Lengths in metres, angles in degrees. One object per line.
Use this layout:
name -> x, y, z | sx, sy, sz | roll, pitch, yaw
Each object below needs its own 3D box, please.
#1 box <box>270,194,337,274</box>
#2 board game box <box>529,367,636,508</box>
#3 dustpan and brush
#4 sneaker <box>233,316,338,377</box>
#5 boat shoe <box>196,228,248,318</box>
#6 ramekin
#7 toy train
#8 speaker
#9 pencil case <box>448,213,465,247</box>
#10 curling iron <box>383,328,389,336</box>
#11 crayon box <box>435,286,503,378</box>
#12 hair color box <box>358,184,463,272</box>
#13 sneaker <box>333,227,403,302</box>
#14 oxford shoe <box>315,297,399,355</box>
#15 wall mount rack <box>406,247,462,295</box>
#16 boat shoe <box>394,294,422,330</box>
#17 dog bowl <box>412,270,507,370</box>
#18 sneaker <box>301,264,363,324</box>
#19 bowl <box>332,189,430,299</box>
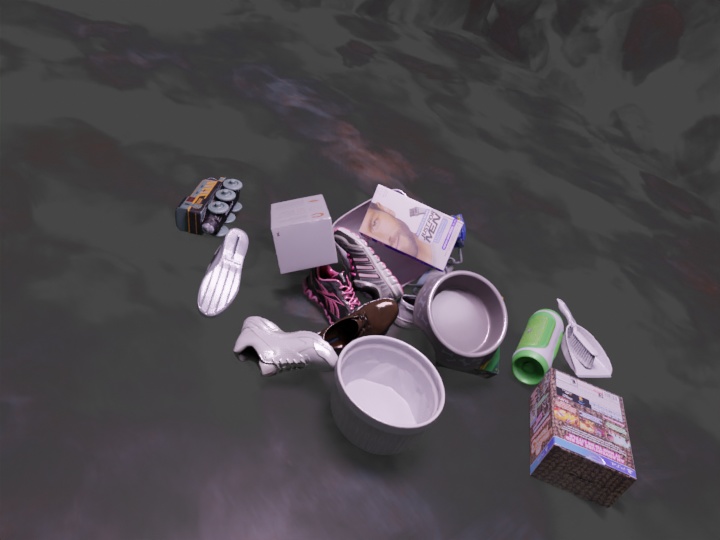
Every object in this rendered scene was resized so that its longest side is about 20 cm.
box -> -0.123, -0.082, 1.270 | 0.121, 0.100, 0.201 | -11, 21, -4
board game box -> 0.413, 0.312, 1.133 | 0.157, 0.098, 0.201 | 22, 36, 1
dustpan and brush -> 0.507, 0.154, 1.401 | 0.137, 0.058, 0.202 | 7, 38, -33
sneaker -> -0.137, 0.158, 1.066 | 0.196, 0.079, 0.100 | 13, 45, 14
boat shoe -> -0.271, 0.013, 1.181 | 0.071, 0.071, 0.203 | 27, 55, -14
ramekin -> 0.038, 0.223, 1.045 | 0.196, 0.106, 0.202 | 15, 36, -11
toy train -> -0.337, -0.149, 1.344 | 0.111, 0.087, 0.202 | 11, 36, 1
speaker -> 0.394, 0.165, 1.319 | 0.087, 0.090, 0.200 | 30, 37, 12
pencil case -> 0.150, -0.078, 1.396 | 0.195, 0.080, 0.087 | -10, 27, 4
curling iron -> 0.055, 0.079, 1.293 | 0.025, 0.050, 0.201 | 20, 31, -3
crayon box -> 0.231, 0.111, 1.256 | 0.124, 0.051, 0.204 | 14, 66, -10
hair color box -> 0.106, -0.088, 1.258 | 0.197, 0.111, 0.065 | 24, 0, 6
sneaker -> 0.000, 0.000, 1.252 | 0.087, 0.074, 0.201 | -41, 90, -7
oxford shoe -> 0.002, 0.109, 1.143 | 0.198, 0.084, 0.074 | -30, 84, -26
wall mount rack -> 0.147, -0.013, 1.435 | 0.170, 0.076, 0.200 | -2, 26, 28
boat shoe -> 0.165, 0.089, 1.309 | 0.196, 0.069, 0.073 | 12, 37, -13
dog bowl -> 0.205, 0.093, 1.195 | 0.195, 0.059, 0.205 | 6, 67, -14
sneaker -> -0.040, 0.053, 1.228 | 0.199, 0.097, 0.078 | 41, 38, 21
bowl -> 0.053, -0.054, 1.326 | 0.203, 0.197, 0.075 | 62, 2, 6
